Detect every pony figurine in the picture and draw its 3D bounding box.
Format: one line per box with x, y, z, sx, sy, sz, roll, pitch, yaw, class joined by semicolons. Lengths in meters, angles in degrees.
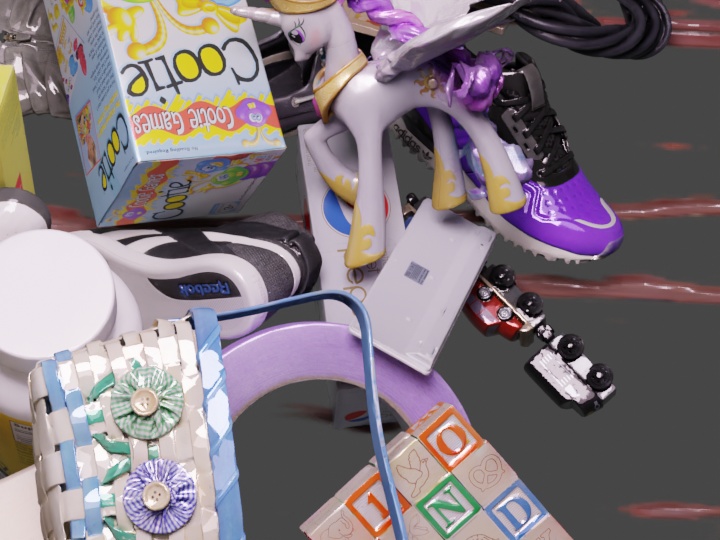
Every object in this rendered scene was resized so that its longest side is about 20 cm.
0.036;-0.125;1.358;0.193;0.200;0.167;-20;21;3;pony figurine

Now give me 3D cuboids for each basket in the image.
-0.079;0.108;1.198;0.200;0.139;0.177;-7;76;-18;basket

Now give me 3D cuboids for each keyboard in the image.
0.042;0.007;1.372;0.056;0.011;0.200;24;29;4;keyboard

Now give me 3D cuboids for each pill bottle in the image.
-0.188;0.058;1.327;0.112;0.200;0.113;1;63;-2;pill bottle

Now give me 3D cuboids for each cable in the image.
0.133;-0.212;1.527;0.200;0.051;0.163;31;29;-1;cable

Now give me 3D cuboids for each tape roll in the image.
-0.027;0.131;1.329;0.200;0.066;0.200;0;90;-6;tape roll

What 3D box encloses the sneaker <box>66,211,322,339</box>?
-0.112;0.001;1.427;0.200;0.073;0.112;8;23;37;sneaker

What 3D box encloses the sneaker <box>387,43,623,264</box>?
0.105;-0.091;1.463;0.200;0.100;0.070;40;38;16;sneaker

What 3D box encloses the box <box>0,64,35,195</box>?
-0.253;-0.064;1.385;0.075;0.200;0.050;11;60;1;box

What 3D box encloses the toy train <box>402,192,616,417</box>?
0.092;0.023;1.453;0.046;0.034;0.200;-40;71;-9;toy train

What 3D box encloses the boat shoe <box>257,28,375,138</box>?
-0.034;-0.141;1.512;0.200;0.063;0.073;-26;68;-15;boat shoe

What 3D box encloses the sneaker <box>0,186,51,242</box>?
-0.271;0.039;1.352;0.201;0.067;0.108;-33;37;19;sneaker

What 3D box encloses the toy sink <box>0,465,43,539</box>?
-0.212;0.211;1.291;0.200;0.112;0.130;-26;68;-10;toy sink

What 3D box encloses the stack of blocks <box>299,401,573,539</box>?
0.015;0.186;1.271;0.200;0.059;0.115;-42;93;-5;stack of blocks

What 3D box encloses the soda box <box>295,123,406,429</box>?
0.000;0.000;1.439;0.064;0.068;0.200;-7;64;-6;soda box

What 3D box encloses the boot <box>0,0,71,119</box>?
-0.196;-0.115;1.502;0.130;0.068;0.200;-9;62;6;boot

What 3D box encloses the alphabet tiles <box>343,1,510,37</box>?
0.026;-0.201;1.514;0.167;0.008;0.200;17;29;6;alphabet tiles

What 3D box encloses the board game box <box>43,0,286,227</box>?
-0.133;-0.143;1.405;0.103;0.105;0.200;-7;70;-25;board game box
